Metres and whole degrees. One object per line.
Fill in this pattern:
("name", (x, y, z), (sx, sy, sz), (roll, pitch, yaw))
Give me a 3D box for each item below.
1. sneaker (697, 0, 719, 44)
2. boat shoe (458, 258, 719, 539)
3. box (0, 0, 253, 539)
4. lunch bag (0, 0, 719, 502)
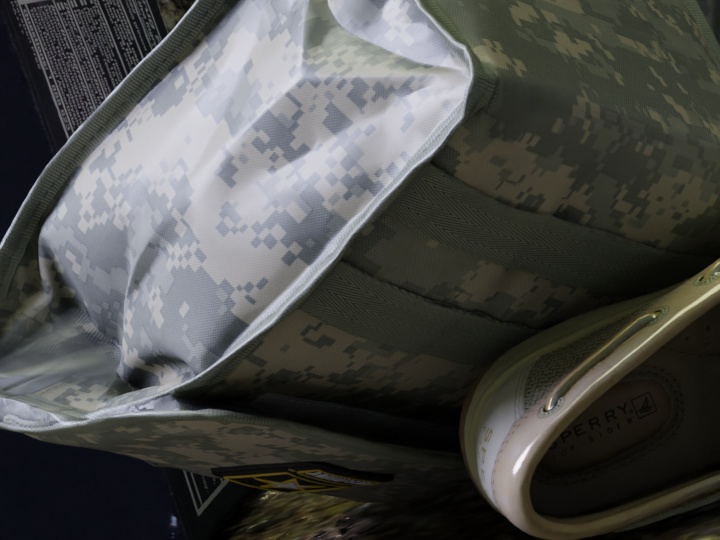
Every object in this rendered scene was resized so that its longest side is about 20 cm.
("sneaker", (0.056, -0.079, 0.906), (0.200, 0.075, 0.105), (-40, 33, 14))
("boat shoe", (0.122, 0.016, 0.729), (0.199, 0.072, 0.065), (-25, 12, -4))
("box", (-0.120, 0.004, 0.965), (0.123, 0.201, 0.198), (-18, 5, 12))
("lunch bag", (0.003, -0.003, 0.790), (0.164, 0.118, 0.200), (14, -52, -46))
